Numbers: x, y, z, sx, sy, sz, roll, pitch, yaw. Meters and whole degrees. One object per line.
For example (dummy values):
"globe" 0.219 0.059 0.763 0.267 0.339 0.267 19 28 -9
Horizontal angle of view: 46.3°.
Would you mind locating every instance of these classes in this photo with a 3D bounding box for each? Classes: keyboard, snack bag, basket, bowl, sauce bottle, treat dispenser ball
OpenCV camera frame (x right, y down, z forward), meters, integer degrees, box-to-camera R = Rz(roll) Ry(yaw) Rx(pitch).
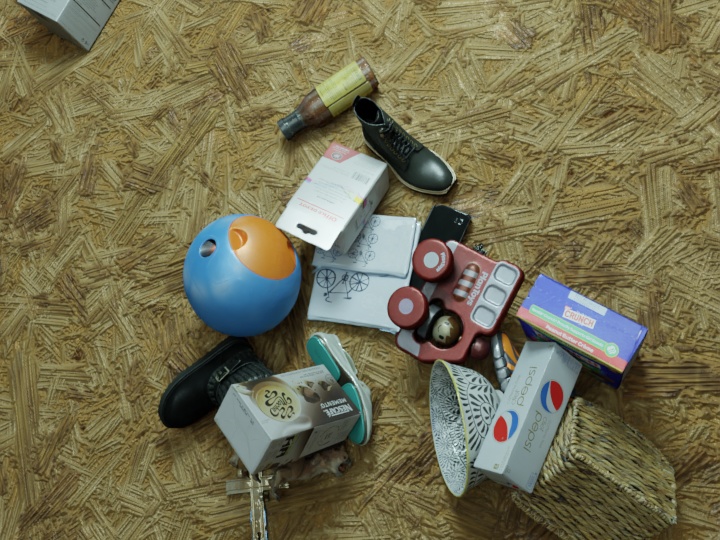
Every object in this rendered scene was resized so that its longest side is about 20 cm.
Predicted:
"keyboard" 0.138 -0.006 1.420 0.125 0.021 0.203 23 84 25
"snack bag" 0.000 0.000 1.446 0.185 0.021 0.205 7 76 21
"basket" 0.335 0.299 1.220 0.198 0.144 0.150 34 126 -7
"bowl" 0.173 0.231 1.277 0.092 0.201 0.205 -6 72 -10
"sauce bottle" -0.062 -0.309 1.529 0.198 0.066 0.067 -31 70 4
"treat dispenser ball" -0.198 0.009 1.410 0.196 0.201 0.206 -4 74 14

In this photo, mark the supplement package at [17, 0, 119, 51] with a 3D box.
"supplement package" -0.572 -0.579 1.709 0.120 0.120 0.203 27 84 21

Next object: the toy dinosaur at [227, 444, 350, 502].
"toy dinosaur" -0.124 0.284 1.348 0.200 0.085 0.137 43 69 -22

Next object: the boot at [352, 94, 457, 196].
"boot" 0.068 -0.209 1.428 0.198 0.138 0.078 33 85 19

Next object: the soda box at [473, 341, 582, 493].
"soda box" 0.237 0.204 1.187 0.068 0.063 0.203 -5 54 60

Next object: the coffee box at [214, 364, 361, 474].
"coffee box" -0.109 0.225 1.297 0.113 0.198 0.081 48 122 29

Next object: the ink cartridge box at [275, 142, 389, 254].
"ink cartridge box" -0.047 -0.111 1.439 0.115 0.068 0.202 24 62 20

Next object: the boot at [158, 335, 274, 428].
"boot" -0.239 0.213 1.396 0.211 0.079 0.158 -45 38 0

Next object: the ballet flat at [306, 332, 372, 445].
"ballet flat" -0.020 0.187 1.389 0.069 0.069 0.202 -31 71 5

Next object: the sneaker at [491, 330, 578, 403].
"sneaker" 0.275 0.182 1.312 0.110 0.078 0.204 -17 81 4

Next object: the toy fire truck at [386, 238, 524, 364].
"toy fire truck" 0.147 0.056 1.324 0.166 0.112 0.203 26 86 26

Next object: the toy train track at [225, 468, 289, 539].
"toy train track" -0.173 0.397 1.391 0.112 0.033 0.205 -10 74 13

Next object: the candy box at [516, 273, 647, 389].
"candy box" 0.326 0.094 1.245 0.167 0.200 0.078 30 84 20
